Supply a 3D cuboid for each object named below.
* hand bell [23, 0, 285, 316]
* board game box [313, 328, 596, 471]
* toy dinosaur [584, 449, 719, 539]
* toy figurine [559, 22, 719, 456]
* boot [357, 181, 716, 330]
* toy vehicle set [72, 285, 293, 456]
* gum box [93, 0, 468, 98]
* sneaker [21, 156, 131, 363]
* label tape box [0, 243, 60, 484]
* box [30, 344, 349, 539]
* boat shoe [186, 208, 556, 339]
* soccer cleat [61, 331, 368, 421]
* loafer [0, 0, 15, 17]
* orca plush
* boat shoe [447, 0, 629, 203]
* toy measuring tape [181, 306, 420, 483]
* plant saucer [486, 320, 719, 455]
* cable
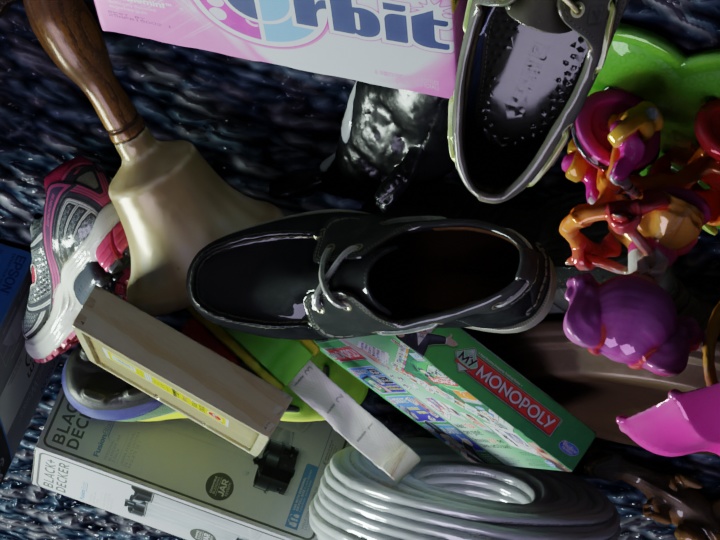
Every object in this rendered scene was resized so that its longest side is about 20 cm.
[{"bbox_3d":[-0.134,-0.084,1.131,0.104,0.104,0.200,-10,120,40],"label":"hand bell"},{"bbox_3d":[0.050,0.068,1.217,0.134,0.029,0.200,38,169,-9],"label":"board game box"},{"bbox_3d":[0.234,0.173,1.352,0.200,0.060,0.106,44,164,-19],"label":"toy dinosaur"},{"bbox_3d":[0.157,-0.002,0.988,0.200,0.184,0.150,26,148,-8],"label":"toy figurine"},{"bbox_3d":[0.097,0.013,1.165,0.199,0.068,0.131,2,150,30],"label":"boot"},{"bbox_3d":[-0.104,0.063,1.198,0.124,0.027,0.200,30,171,-1],"label":"toy vehicle set"},{"bbox_3d":[-0.042,-0.158,0.972,0.199,0.066,0.114,12,149,13],"label":"gum box"},{"bbox_3d":[-0.177,-0.006,1.292,0.075,0.081,0.200,50,147,6],"label":"sneaker"},{"bbox_3d":[-0.263,0.091,1.411,0.066,0.144,0.200,13,148,12],"label":"label tape box"},{"bbox_3d":[-0.112,0.120,1.397,0.199,0.117,0.060,21,149,1],"label":"box"},{"bbox_3d":[0.000,0.000,1.076,0.199,0.072,0.068,0,175,14],"label":"boat shoe"},{"bbox_3d":[-0.096,0.069,1.343,0.199,0.065,0.084,1,170,-6],"label":"soccer cleat"},{"bbox_3d":[-0.250,-0.192,1.049,0.071,0.073,0.200,-16,142,36],"label":"loafer"},{"bbox_3d":[0.008,-0.065,1.084,0.105,0.071,0.200,36,146,-23],"label":"orca plush"},{"bbox_3d":[0.085,-0.120,0.918,0.072,0.060,0.202,18,128,5],"label":"boat shoe"},{"bbox_3d":[-0.044,0.053,1.221,0.200,0.074,0.074,43,148,4],"label":"toy measuring tape"},{"bbox_3d":[0.169,0.072,1.190,0.199,0.030,0.200,11,163,3],"label":"plant saucer"},{"bbox_3d":[0.066,0.160,1.308,0.200,0.069,0.200,0,-166,-46],"label":"cable"}]
